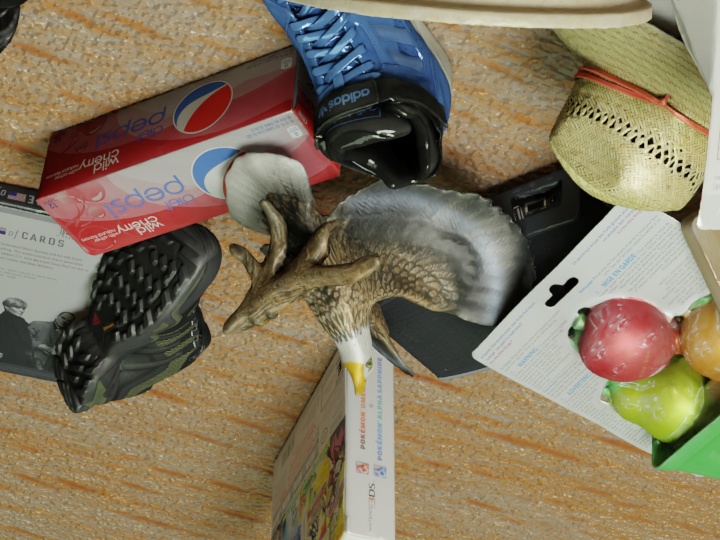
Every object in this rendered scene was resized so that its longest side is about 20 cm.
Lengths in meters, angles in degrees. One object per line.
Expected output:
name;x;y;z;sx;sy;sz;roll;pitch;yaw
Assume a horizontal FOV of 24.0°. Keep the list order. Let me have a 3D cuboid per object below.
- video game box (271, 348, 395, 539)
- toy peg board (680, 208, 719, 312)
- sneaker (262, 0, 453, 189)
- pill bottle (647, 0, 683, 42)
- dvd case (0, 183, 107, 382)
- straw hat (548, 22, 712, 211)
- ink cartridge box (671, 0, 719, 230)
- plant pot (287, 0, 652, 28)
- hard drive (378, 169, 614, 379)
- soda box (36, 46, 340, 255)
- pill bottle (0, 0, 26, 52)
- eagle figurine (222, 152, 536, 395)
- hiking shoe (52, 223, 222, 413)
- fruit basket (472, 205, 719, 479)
video game box;-0.024;0.179;1.331;0.047;0.183;0.200;14;139;-13
toy peg board;0.335;0.010;1.033;0.199;0.201;0.098;-29;-174;-16
sneaker;-0.008;-0.131;1.019;0.076;0.112;0.200;-19;135;24
pill bottle;0.214;-0.165;0.964;0.200;0.113;0.112;31;132;-29
dvd case;-0.272;0.009;1.267;0.150;0.025;0.200;12;138;-10
straw hat;0.164;-0.080;0.999;0.201;0.201;0.085;31;91;-29
ink cartridge box;0.234;-0.122;0.891;0.162;0.201;0.050;0;-171;-29
plant pot;0.053;-0.224;0.831;0.199;0.201;0.184;4;106;-1
hard drive;0.103;0.010;1.219;0.199;0.042;0.135;-25;132;29
soda box;-0.113;-0.077;1.127;0.199;0.064;0.070;-18;136;22
pill bottle;-0.275;-0.153;1.010;0.112;0.112;0.200;34;131;-31
eagle figurine;-0.001;0.008;1.112;0.151;0.200;0.152;26;108;32
hiking shoe;-0.149;0.029;1.255;0.100;0.076;0.200;-6;150;-46
fruit basket;0.205;0.047;1.125;0.200;0.094;0.185;32;131;-9
